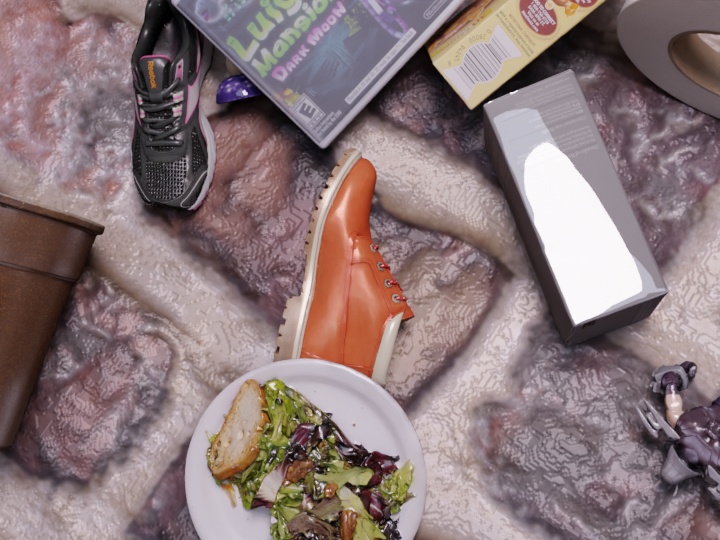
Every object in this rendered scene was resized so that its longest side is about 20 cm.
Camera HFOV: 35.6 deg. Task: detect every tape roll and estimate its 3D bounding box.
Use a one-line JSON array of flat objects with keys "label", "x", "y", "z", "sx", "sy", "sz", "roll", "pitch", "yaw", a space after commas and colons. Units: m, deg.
[{"label": "tape roll", "x": 0.301, "y": -0.174, "z": 0.888, "sx": 0.202, "sy": 0.203, "sz": 0.037, "roll": 27, "pitch": 81, "yaw": 11}]

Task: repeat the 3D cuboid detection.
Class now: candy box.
[{"label": "candy box", "x": 0.147, "y": -0.226, "z": 0.932, "sx": 0.200, "sy": 0.115, "sz": 0.055, "roll": -38, "pitch": 107, "yaw": 12}]

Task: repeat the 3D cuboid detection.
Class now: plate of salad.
[{"label": "plate of salad", "x": -0.046, "y": 0.172, "z": 0.908, "sx": 0.199, "sy": 0.048, "sz": 0.201, "roll": 0, "pitch": 90, "yaw": 4}]

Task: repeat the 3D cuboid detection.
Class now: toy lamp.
[{"label": "toy lamp", "x": -0.122, "y": -0.251, "z": 0.991, "sx": 0.058, "sy": 0.058, "sz": 0.201, "roll": -11, "pitch": 100, "yaw": 3}]

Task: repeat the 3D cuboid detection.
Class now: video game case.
[{"label": "video game case", "x": -0.029, "y": -0.235, "z": 0.938, "sx": 0.182, "sy": 0.023, "sz": 0.200, "roll": 44, "pitch": 106, "yaw": -5}]

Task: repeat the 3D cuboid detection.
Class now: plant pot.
[{"label": "plant pot", "x": -0.334, "y": 0.032, "z": 0.913, "sx": 0.200, "sy": 0.200, "sz": 0.199, "roll": 15, "pitch": 86, "yaw": 9}]

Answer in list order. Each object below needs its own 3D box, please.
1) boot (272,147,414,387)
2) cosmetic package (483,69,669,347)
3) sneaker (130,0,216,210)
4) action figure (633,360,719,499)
[{"label": "boot", "x": 0.000, "y": 0.000, "z": 0.951, "sx": 0.107, "sy": 0.075, "sz": 0.201, "roll": 12, "pitch": 87, "yaw": 5}, {"label": "cosmetic package", "x": 0.172, "y": -0.047, "z": 0.923, "sx": 0.090, "sy": 0.107, "sz": 0.201, "roll": -23, "pitch": 78, "yaw": 1}, {"label": "sneaker", "x": -0.176, "y": -0.153, "z": 0.991, "sx": 0.080, "sy": 0.086, "sz": 0.201, "roll": -6, "pitch": 77, "yaw": 6}, {"label": "action figure", "x": 0.307, "y": 0.104, "z": 0.897, "sx": 0.200, "sy": 0.069, "sz": 0.130, "roll": -45, "pitch": 84, "yaw": -1}]
